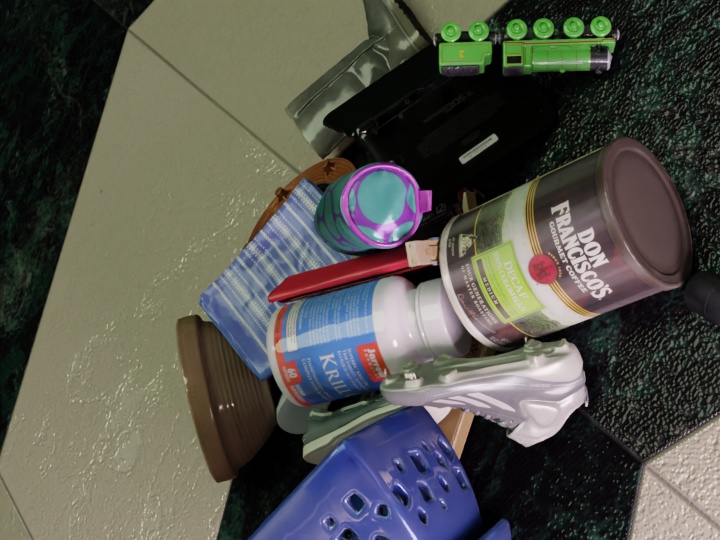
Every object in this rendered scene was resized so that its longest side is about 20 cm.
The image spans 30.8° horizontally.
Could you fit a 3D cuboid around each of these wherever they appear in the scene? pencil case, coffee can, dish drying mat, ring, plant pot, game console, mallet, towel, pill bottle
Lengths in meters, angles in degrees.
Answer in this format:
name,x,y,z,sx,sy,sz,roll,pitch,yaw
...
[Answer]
name,x,y,z,sx,sy,sz,roll,pitch,yaw
pencil case,0.008,-0.061,1.349,0.200,0.091,0.086,174,97,-81
coffee can,0.196,-0.021,1.257,0.199,0.146,0.148,-25,54,38
dish drying mat,0.000,0.000,1.409,0.198,0.077,0.018,-15,103,20
ring,-0.077,-0.055,1.580,0.200,0.019,0.202,-35,34,28
plant pot,-0.152,0.144,1.564,0.092,0.202,0.202,-15,52,-2
game console,0.085,-0.169,1.458,0.199,0.116,0.177,-35,83,-10
plant pot,0.019,0.269,1.251,0.180,0.200,0.200,47,110,12
mallet,0.360,-0.041,1.177,0.066,0.041,0.202,24,85,52
towel,-0.087,0.010,1.497,0.200,0.024,0.145,-48,60,11
pill bottle,0.010,0.069,1.372,0.198,0.112,0.114,-16,59,24

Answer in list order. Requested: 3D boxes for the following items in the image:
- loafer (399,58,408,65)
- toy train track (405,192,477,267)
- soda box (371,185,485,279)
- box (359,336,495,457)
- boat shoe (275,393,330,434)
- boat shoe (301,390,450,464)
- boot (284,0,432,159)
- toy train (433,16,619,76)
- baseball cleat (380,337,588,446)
name,x,y,z,sx,sy,sz,roll,pitch,yaw
loafer,0.071,-0.161,1.526,0.063,0.071,0.201,-46,46,31
toy train track,0.090,-0.020,1.334,0.032,0.199,0.116,-11,88,30
soda box,0.047,-0.036,1.484,0.199,0.070,0.064,-27,47,36
box,0.063,0.137,1.420,0.163,0.021,0.202,13,82,50
boat shoe,-0.039,0.096,1.507,0.201,0.073,0.066,-51,23,22
boat shoe,0.013,0.149,1.394,0.199,0.072,0.062,-29,50,36
boot,-0.014,-0.259,1.648,0.200,0.072,0.183,-44,45,18
toy train,0.175,-0.235,1.388,0.197,0.042,0.057,0,76,6
baseball cleat,0.121,0.128,1.268,0.197,0.108,0.070,-10,18,14
